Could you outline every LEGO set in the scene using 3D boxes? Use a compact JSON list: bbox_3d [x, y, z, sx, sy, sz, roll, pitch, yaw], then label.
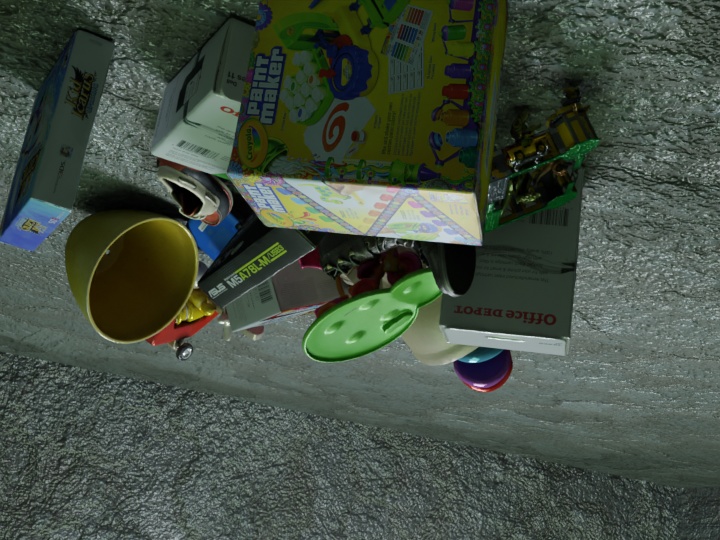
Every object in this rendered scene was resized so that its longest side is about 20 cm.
[{"bbox_3d":[0.148,-0.129,1.013,0.152,0.117,0.200,-24,163,4],"label":"LEGO set"}]

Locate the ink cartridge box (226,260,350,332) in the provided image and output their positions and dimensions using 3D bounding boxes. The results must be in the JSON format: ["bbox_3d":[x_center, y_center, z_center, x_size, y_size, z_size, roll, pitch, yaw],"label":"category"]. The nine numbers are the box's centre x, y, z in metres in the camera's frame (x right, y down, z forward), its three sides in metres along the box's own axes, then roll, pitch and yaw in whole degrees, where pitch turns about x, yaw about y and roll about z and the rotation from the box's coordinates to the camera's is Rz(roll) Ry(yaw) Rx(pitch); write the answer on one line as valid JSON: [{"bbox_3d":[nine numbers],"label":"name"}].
[{"bbox_3d":[-0.096,0.026,1.479,0.198,0.085,0.175,-10,172,-41],"label":"ink cartridge box"}]

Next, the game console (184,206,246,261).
[{"bbox_3d":[-0.149,-0.063,1.490,0.171,0.119,0.200,44,156,-6],"label":"game console"}]

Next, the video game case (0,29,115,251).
[{"bbox_3d":[-0.324,-0.130,1.062,0.045,0.184,0.199,16,162,-25],"label":"video game case"}]

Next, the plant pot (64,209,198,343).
[{"bbox_3d":[-0.365,-0.012,1.523,0.141,0.202,0.200,29,178,36],"label":"plant pot"}]

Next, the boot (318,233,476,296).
[{"bbox_3d":[0.029,-0.033,1.113,0.173,0.202,0.069,-29,148,28],"label":"boot"}]

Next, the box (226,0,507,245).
[{"bbox_3d":[0.013,-0.142,0.811,0.190,0.203,0.122,6,165,11],"label":"box"}]

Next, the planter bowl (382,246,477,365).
[{"bbox_3d":[0.105,0.002,1.314,0.135,0.201,0.199,46,149,-20],"label":"planter bowl"}]

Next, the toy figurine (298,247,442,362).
[{"bbox_3d":[-0.009,-0.019,1.231,0.199,0.186,0.150,-34,150,19],"label":"toy figurine"}]

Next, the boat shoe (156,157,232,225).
[{"bbox_3d":[-0.213,-0.101,1.282,0.070,0.063,0.200,13,159,9],"label":"boat shoe"}]

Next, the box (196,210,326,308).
[{"bbox_3d":[-0.067,-0.067,1.063,0.047,0.201,0.193,42,142,-12],"label":"box"}]

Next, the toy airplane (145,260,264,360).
[{"bbox_3d":[-0.251,0.035,1.640,0.197,0.201,0.142,-1,136,0],"label":"toy airplane"}]

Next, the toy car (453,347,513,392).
[{"bbox_3d":[0.192,0.120,1.637,0.172,0.152,0.200,-10,160,8],"label":"toy car"}]

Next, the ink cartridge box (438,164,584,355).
[{"bbox_3d":[0.174,-0.015,1.147,0.143,0.203,0.084,5,163,13],"label":"ink cartridge box"}]

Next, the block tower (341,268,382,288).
[{"bbox_3d":[0.000,0.000,1.402,0.200,0.054,0.058,46,170,-22],"label":"block tower"}]

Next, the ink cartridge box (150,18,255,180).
[{"bbox_3d":[-0.111,-0.160,1.024,0.145,0.084,0.199,17,162,-26],"label":"ink cartridge box"}]
